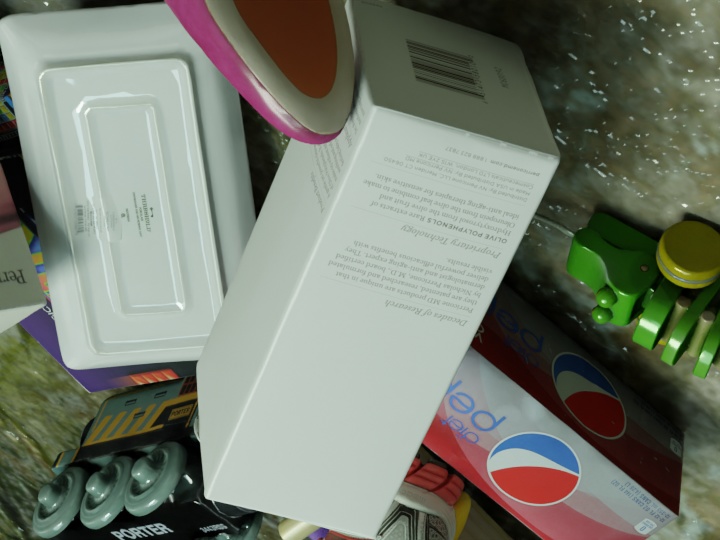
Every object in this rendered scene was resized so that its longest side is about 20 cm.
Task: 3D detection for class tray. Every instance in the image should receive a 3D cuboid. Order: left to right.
[{"bbox_3d":[-0.106,-0.032,1.013,0.107,0.022,0.200,-4,123,3],"label":"tray"}]

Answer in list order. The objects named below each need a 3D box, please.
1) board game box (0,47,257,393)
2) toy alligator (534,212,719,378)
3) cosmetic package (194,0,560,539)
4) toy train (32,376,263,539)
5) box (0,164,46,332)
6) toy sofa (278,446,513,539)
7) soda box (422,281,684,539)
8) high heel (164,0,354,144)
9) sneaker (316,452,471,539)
[{"bbox_3d":[-0.144,-0.026,1.106,0.165,0.057,0.200,-13,127,45],"label":"board game box"},{"bbox_3d":[0.131,0.012,0.944,0.200,0.054,0.059,23,146,10],"label":"toy alligator"},{"bbox_3d":[0.000,0.000,0.895,0.085,0.108,0.200,14,121,-16],"label":"cosmetic package"},{"bbox_3d":[-0.108,0.111,1.207,0.085,0.114,0.200,38,148,-24],"label":"toy train"},{"bbox_3d":[-0.253,-0.049,1.004,0.109,0.128,0.200,-29,79,45],"label":"box"},{"bbox_3d":[0.049,0.176,1.164,0.083,0.098,0.200,-34,116,21],"label":"toy sofa"},{"bbox_3d":[0.065,0.057,1.027,0.200,0.070,0.063,39,123,-14],"label":"soda box"},{"bbox_3d":[-0.070,-0.121,0.860,0.096,0.067,0.200,-47,63,49],"label":"high heel"},{"bbox_3d":[-0.004,0.172,1.073,0.078,0.082,0.200,20,141,5],"label":"sneaker"}]
